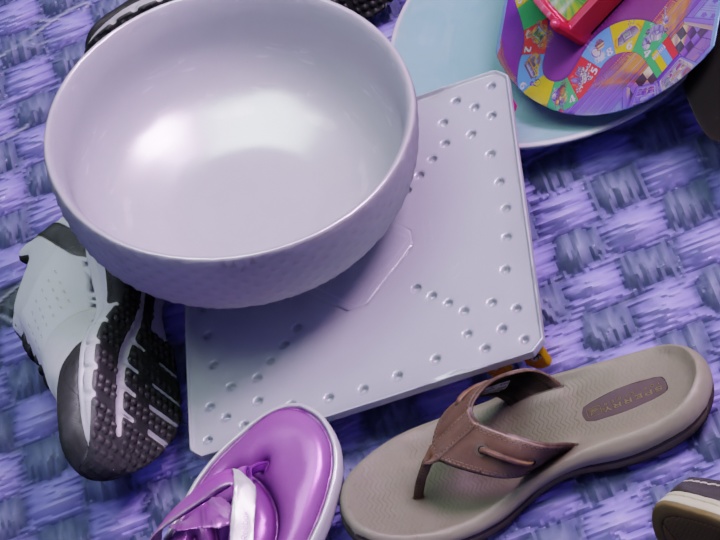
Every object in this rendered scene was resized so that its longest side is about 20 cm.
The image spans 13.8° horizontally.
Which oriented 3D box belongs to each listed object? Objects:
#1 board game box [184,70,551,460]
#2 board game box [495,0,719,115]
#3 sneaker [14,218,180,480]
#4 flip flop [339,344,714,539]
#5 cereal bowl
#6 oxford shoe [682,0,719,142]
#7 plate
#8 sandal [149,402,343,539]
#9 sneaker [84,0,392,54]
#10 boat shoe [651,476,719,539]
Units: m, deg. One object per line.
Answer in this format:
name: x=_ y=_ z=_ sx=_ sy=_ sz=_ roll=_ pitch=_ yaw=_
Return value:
board game box: x=0.000 y=0.000 z=1.604 sx=0.200 sy=0.026 sz=0.200 roll=-19 pitch=48 yaw=16
board game box: x=0.131 y=-0.185 z=1.623 sx=0.158 sy=0.039 sz=0.200 roll=0 pitch=73 yaw=44
sneaker: x=-0.148 y=0.043 z=1.620 sx=0.080 sy=0.074 sz=0.200 roll=-26 pitch=38 yaw=20
flip flop: x=0.080 y=0.080 z=1.490 sx=0.200 sy=0.058 sz=0.081 roll=-21 pitch=45 yaw=5
cereal bowl: x=-0.065 y=-0.055 z=1.592 sx=0.200 sy=0.083 sz=0.200 roll=-5 pitch=49 yaw=6
oxford shoe: x=0.205 y=-0.145 z=1.622 sx=0.071 sy=0.071 sz=0.200 roll=-49 pitch=43 yaw=43
plate: x=0.114 y=-0.137 z=1.698 sx=0.200 sy=0.026 sz=0.200 roll=-12 pitch=47 yaw=13
sandal: x=-0.080 y=0.148 z=1.492 sx=0.082 sy=0.050 sz=0.203 roll=28 pitch=73 yaw=30
sneaker: x=-0.071 y=-0.161 z=1.782 sx=0.200 sy=0.074 sz=0.080 roll=-20 pitch=30 yaw=0
boat shoe: x=0.234 y=0.134 z=1.369 sx=0.201 sy=0.072 sz=0.066 roll=18 pitch=53 yaw=29
